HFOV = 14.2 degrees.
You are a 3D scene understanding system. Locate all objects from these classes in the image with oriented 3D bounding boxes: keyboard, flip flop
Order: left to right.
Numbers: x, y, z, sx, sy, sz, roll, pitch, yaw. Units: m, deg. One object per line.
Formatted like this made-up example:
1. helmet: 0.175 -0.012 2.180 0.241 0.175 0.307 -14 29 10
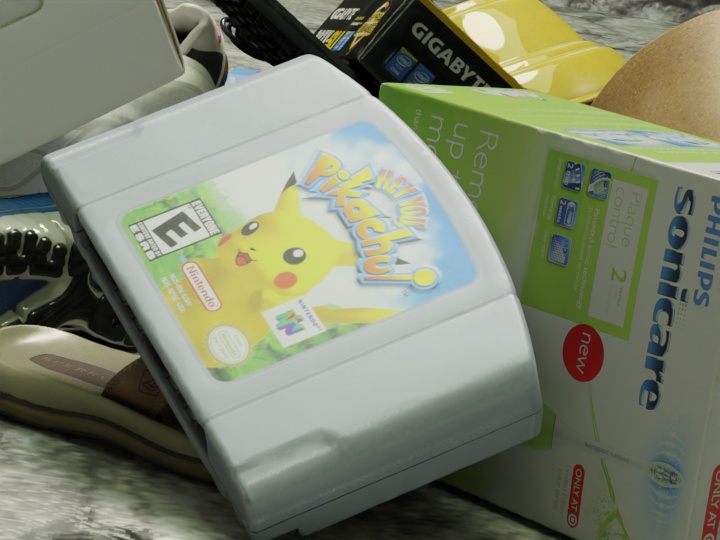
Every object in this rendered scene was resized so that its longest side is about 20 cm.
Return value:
1. flip flop: -0.059 0.040 1.093 0.200 0.058 0.081 14 12 29
2. keyboard: -0.006 -0.077 1.384 0.200 0.021 0.127 43 -4 -21

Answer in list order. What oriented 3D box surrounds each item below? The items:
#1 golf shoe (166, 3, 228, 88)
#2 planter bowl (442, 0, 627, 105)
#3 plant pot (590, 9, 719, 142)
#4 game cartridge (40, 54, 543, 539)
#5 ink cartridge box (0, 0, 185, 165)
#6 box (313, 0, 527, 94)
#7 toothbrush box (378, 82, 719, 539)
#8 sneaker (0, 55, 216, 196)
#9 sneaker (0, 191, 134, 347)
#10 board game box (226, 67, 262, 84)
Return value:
1. golf shoe: -0.163 -0.099 1.387 0.200 0.077 0.088 -9 -21 -11
2. planter bowl: 0.062 -0.108 1.664 0.200 0.084 0.200 -21 -2 -1
3. plant pot: 0.186 0.007 1.218 0.186 0.187 0.200 8 25 -5
4. game cartridge: -0.021 0.002 1.059 0.133 0.040 0.200 -20 49 -17
5. ink cartridge box: -0.184 -0.112 1.268 0.145 0.083 0.200 -28 26 -15
6. box: 0.068 -0.055 1.409 0.200 0.049 0.160 42 -3 -11
7. toothbrush box: 0.089 0.018 1.094 0.086 0.146 0.200 -1 15 -42
8. sneaker: -0.149 -0.039 1.317 0.200 0.075 0.081 -23 40 -19
9. sneaker: -0.145 -0.009 1.236 0.089 0.079 0.200 18 14 31
10. board game box: -0.106 -0.087 1.514 0.200 0.037 0.151 6 10 -5
